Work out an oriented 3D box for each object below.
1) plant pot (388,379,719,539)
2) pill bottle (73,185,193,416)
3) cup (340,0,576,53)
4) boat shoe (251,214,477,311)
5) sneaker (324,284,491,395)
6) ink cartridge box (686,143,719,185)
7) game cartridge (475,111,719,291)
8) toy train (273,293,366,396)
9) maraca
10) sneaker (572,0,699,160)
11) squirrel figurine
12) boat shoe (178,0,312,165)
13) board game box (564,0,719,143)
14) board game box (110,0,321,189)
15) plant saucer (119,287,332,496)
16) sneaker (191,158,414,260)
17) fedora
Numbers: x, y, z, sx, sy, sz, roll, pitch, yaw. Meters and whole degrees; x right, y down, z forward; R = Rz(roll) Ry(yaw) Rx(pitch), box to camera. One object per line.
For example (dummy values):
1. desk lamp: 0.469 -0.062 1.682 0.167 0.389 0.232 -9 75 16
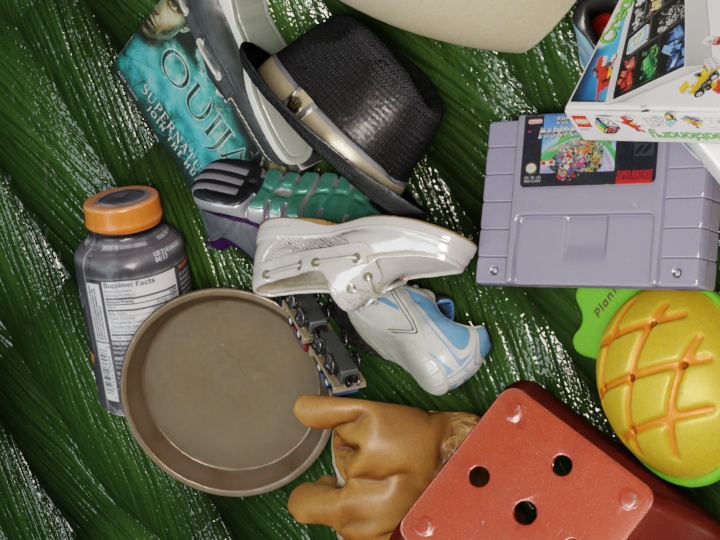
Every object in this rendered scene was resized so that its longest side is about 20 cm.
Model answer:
1. plant pot: 0.132 0.194 1.359 0.200 0.200 0.176 37 173 22
2. pill bottle: -0.207 0.025 1.720 0.106 0.106 0.202 11 116 40
3. cup: 0.086 -0.233 1.276 0.143 0.201 0.200 37 137 -11
4. boat shoe: 0.000 0.000 1.435 0.199 0.071 0.070 -1 67 37
5. sneaker: 0.031 0.037 1.537 0.200 0.072 0.072 36 149 43
6. ink cartridge box: 0.312 -0.073 1.150 0.162 0.050 0.200 -39 76 4
7. game cartridge: 0.170 -0.052 1.339 0.199 0.038 0.131 0 87 43
8. toy train: -0.044 0.044 1.571 0.200 0.034 0.046 -124 33 -48
9. maraca: 0.219 0.064 1.338 0.138 0.106 0.201 -56 46 27
10. sneaker: 0.218 -0.126 1.234 0.199 0.090 0.079 29 87 30
11. squirrel figurine: 0.038 0.209 1.528 0.198 0.142 0.188 4 81 14
12. boat shoe: -0.098 -0.176 1.540 0.060 0.075 0.202 -23 82 36
13. board game box: 0.222 -0.167 1.161 0.126 0.201 0.035 6 148 42
14. board game box: -0.130 -0.138 1.622 0.201 0.028 0.135 55 137 8
15. plant saucer: -0.117 0.107 1.667 0.198 0.029 0.202 3 109 7
16. sneaker: -0.043 -0.034 1.555 0.198 0.075 0.088 16 139 18
17. fedora: 0.000 -0.134 1.438 0.092 0.200 0.201 -46 73 9
